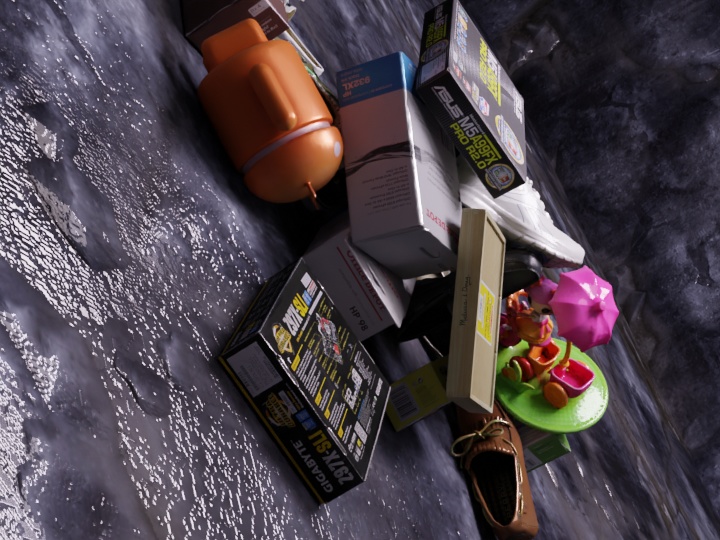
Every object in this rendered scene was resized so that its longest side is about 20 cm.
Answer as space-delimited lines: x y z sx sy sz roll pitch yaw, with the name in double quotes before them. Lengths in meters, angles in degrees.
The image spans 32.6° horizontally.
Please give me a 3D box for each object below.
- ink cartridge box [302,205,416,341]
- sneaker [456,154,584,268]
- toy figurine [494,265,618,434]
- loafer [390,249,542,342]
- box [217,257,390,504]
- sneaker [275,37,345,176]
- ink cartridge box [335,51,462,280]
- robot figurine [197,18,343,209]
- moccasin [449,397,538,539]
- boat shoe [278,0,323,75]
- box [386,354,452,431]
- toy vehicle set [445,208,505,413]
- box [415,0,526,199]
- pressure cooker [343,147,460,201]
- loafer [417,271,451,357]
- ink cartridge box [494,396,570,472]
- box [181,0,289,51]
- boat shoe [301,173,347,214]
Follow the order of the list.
"ink cartridge box" 0.000 0.000 1.362 0.116 0.066 0.200 58 16 -10
"sneaker" 0.182 -0.069 1.424 0.199 0.088 0.074 32 -17 -15
"toy figurine" 0.227 0.063 1.464 0.200 0.185 0.150 39 50 24
"loafer" 0.122 0.033 1.437 0.068 0.200 0.071 41 37 -44
"box" -0.043 0.093 1.109 0.160 0.049 0.200 54 17 -11
"sneaker" -0.063 -0.202 1.363 0.200 0.077 0.089 54 -20 23
"ink cartridge box" 0.046 -0.108 1.326 0.145 0.083 0.201 34 47 -61
"robot figurine" -0.092 -0.156 1.272 0.116 0.144 0.201 -22 81 -46
"moccasin" 0.150 0.221 1.439 0.078 0.073 0.202 52 24 -50
"boat shoe" -0.109 -0.328 1.566 0.203 0.086 0.075 59 16 -5
"box" 0.085 0.130 1.386 0.050 0.075 0.200 61 17 6
"toy vehicle set" 0.125 0.046 1.322 0.124 0.026 0.202 42 52 -68
"box" 0.127 -0.197 1.379 0.160 0.044 0.201 51 26 -25
"pressure cooker" 0.074 -0.145 1.520 0.179 0.199 0.177 40 66 -84
"loafer" 0.087 0.031 1.556 0.201 0.075 0.070 57 12 -10
"ink cartridge box" 0.182 0.160 1.566 0.059 0.103 0.201 44 23 -45
"box" -0.151 -0.331 1.424 0.075 0.100 0.201 45 22 -40
"boat shoe" -0.060 -0.172 1.436 0.201 0.091 0.071 61 16 4
